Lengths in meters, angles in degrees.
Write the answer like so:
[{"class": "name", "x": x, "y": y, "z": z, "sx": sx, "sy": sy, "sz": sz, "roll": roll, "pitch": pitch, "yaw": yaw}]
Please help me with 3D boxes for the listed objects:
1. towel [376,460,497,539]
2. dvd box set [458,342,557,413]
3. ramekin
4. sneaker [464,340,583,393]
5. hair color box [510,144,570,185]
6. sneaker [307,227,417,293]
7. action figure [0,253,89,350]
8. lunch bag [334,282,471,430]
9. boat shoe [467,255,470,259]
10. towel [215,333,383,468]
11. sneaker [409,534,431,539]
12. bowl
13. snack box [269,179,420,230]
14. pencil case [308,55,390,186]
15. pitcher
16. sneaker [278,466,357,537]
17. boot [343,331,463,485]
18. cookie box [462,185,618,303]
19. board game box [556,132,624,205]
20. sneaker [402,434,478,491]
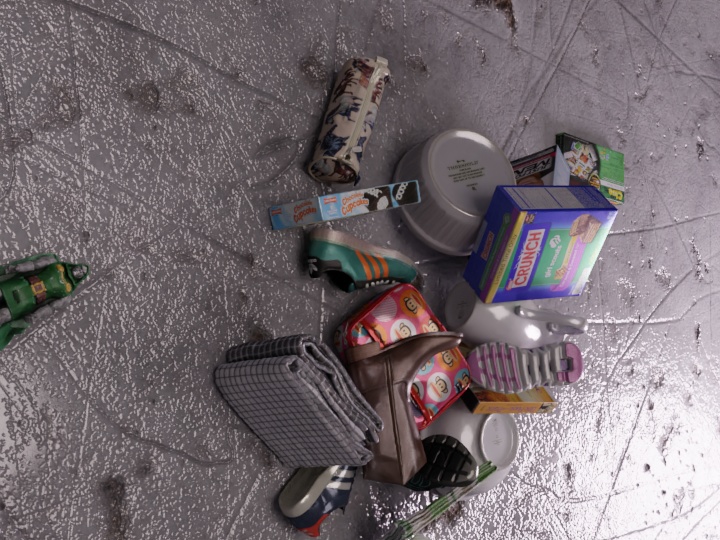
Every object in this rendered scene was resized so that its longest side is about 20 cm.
[{"class": "towel", "x": 0.103, "y": 0.358, "z": 1.530, "sx": 0.199, "sy": 0.149, "sz": 0.031, "roll": -28, "pitch": 75, "yaw": -34}, {"class": "dvd box set", "x": 0.217, "y": 0.173, "z": 1.677, "sx": 0.198, "sy": 0.030, "sz": 0.147, "roll": 8, "pitch": 37, "yaw": -41}, {"class": "ramekin", "x": 0.157, "y": -0.133, "z": 1.628, "sx": 0.200, "sy": 0.094, "sz": 0.205, "roll": 10, "pitch": 63, "yaw": -20}, {"class": "sneaker", "x": 0.251, "y": 0.156, "z": 1.633, "sx": 0.198, "sy": 0.088, "sz": 0.082, "roll": 0, "pitch": 81, "yaw": -18}, {"class": "hair color box", "x": 0.298, "y": -0.125, "z": 1.755, "sx": 0.061, "sy": 0.098, "sz": 0.201, "roll": 55, "pitch": 31, "yaw": -28}, {"class": "sneaker", "x": 0.000, "y": 0.000, "z": 1.539, "sx": 0.198, "sy": 0.071, "sz": 0.081, "roll": 18, "pitch": 77, "yaw": -34}, {"class": "action figure", "x": -0.397, "y": 0.030, "z": 1.182, "sx": 0.199, "sy": 0.054, "sz": 0.119, "roll": -29, "pitch": 101, "yaw": -45}, {"class": "lunch bag", "x": 0.054, "y": 0.139, "z": 1.540, "sx": 0.176, "sy": 0.082, "sz": 0.201, "roll": -38, "pitch": 96, "yaw": -27}, {"class": "boat shoe", "x": 0.218, "y": -0.060, "z": 1.740, "sx": 0.065, "sy": 0.072, "sz": 0.202, "roll": -19, "pitch": 92, "yaw": -40}, {"class": "towel", "x": -0.078, "y": 0.174, "z": 1.378, "sx": 0.201, "sy": 0.164, "sz": 0.086, "roll": 52, "pitch": 49, "yaw": -25}, {"class": "sneaker", "x": 0.100, "y": 0.503, "z": 1.561, "sx": 0.078, "sy": 0.077, "sz": 0.202, "roll": -16, "pitch": 92, "yaw": -42}, {"class": "bowl", "x": 0.195, "y": 0.273, "z": 1.664, "sx": 0.200, "sy": 0.090, "sz": 0.204, "roll": 6, "pitch": 81, "yaw": -42}, {"class": "snack box", "x": -0.021, "y": -0.096, "z": 1.494, "sx": 0.199, "sy": 0.115, "sz": 0.038, "roll": -14, "pitch": 94, "yaw": -43}, {"class": "pencil case", "x": -0.013, "y": -0.227, "z": 1.537, "sx": 0.078, "sy": 0.089, "sz": 0.202, "roll": 33, "pitch": 63, "yaw": -34}, {"class": "pitcher", "x": 0.253, "y": 0.077, "z": 1.664, "sx": 0.198, "sy": 0.171, "sz": 0.123, "roll": 18, "pitch": 69, "yaw": -30}, {"class": "sneaker", "x": -0.033, "y": 0.295, "z": 1.471, "sx": 0.200, "sy": 0.075, "sz": 0.085, "roll": -45, "pitch": 118, "yaw": -29}, {"class": "boot", "x": 0.077, "y": 0.195, "z": 1.457, "sx": 0.184, "sy": 0.064, "sz": 0.203, "roll": -11, "pitch": 81, "yaw": -9}, {"class": "cookie box", "x": 0.278, "y": -0.042, "z": 1.595, "sx": 0.198, "sy": 0.075, "sz": 0.173, "roll": -3, "pitch": 127, "yaw": -30}, {"class": "board game box", "x": 0.450, "y": -0.196, "z": 1.999, "sx": 0.198, "sy": 0.023, "sz": 0.106, "roll": 11, "pitch": 75, "yaw": -40}, {"class": "sneaker", "x": 0.098, "y": 0.285, "z": 1.504, "sx": 0.079, "sy": 0.199, "sz": 0.076, "roll": 53, "pitch": 58, "yaw": -34}]
